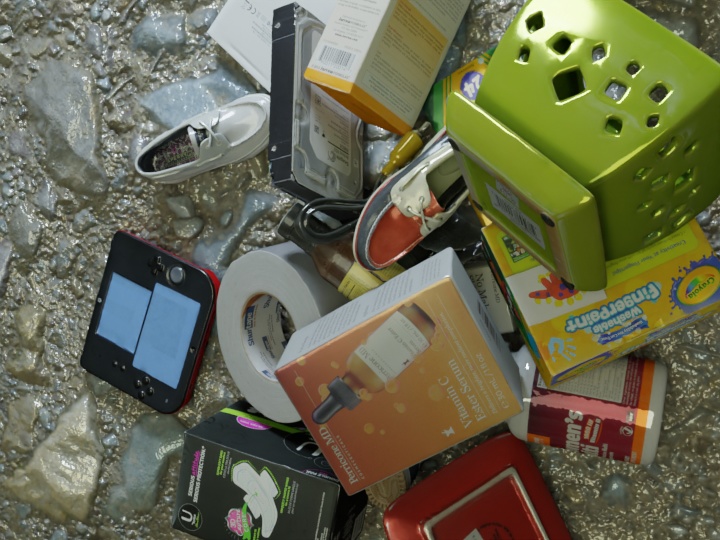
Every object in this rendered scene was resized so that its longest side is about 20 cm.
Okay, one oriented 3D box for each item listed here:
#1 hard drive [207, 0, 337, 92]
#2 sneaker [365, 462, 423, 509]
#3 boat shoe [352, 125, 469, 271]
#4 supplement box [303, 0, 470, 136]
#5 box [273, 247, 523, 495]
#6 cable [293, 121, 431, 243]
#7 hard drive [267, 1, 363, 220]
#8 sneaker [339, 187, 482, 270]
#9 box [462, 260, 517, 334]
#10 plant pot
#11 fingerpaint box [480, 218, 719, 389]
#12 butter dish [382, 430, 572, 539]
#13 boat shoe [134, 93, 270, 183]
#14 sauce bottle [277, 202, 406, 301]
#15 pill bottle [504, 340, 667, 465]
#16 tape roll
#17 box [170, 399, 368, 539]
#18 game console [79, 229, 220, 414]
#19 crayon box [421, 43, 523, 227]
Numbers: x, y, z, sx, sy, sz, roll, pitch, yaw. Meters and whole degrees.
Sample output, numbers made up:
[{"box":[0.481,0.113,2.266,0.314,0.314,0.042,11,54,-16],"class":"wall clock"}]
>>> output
[{"box":[-0.079,-0.323,1.068,0.132,0.025,0.201,43,107,10],"class":"hard drive"},{"box":[0.036,0.156,1.027,0.069,0.108,0.204,0,105,23],"class":"sneaker"},{"box":[0.070,-0.077,0.920,0.200,0.062,0.071,-48,121,-7],"class":"boat shoe"},{"box":[0.037,-0.264,0.955,0.073,0.125,0.202,25,91,36],"class":"supplement box"},{"box":[0.040,0.099,0.893,0.198,0.106,0.154,-29,101,14],"class":"box"},{"box":[0.020,-0.072,0.961,0.198,0.050,0.098,-33,109,-16],"class":"cable"},{"box":[-0.045,-0.170,0.981,0.037,0.139,0.204,-8,72,31],"class":"hard drive"},{"box":[0.046,-0.064,1.033,0.104,0.060,0.200,-40,59,-7],"class":"sneaker"},{"box":[0.079,0.043,1.028,0.197,0.068,0.084,-13,92,20],"class":"box"},{"box":[0.198,-0.111,0.816,0.181,0.199,0.200,-43,59,-5],"class":"plant pot"},{"box":[0.245,0.000,0.913,0.197,0.073,0.169,-24,71,0],"class":"fingerpaint box"},{"box":[0.120,0.312,1.011,0.197,0.148,0.202,-25,87,-25],"class":"butter dish"},{"box":[-0.190,-0.162,1.100,0.197,0.068,0.073,-15,91,20],"class":"boat shoe"},{"box":[0.000,0.000,0.969,0.199,0.065,0.065,38,106,4],"class":"sauce bottle"},{"box":[0.222,0.136,0.967,0.197,0.109,0.112,9,98,18],"class":"pill bottle"},{"box":[-0.084,0.071,1.048,0.198,0.066,0.204,15,111,41],"class":"tape roll"},{"box":[-0.100,0.256,1.070,0.197,0.148,0.126,15,102,16],"class":"box"},{"box":[-0.278,0.070,1.176,0.175,0.031,0.203,23,102,15],"class":"game console"},{"box":[0.164,-0.136,0.990,0.125,0.051,0.202,-29,86,20],"class":"crayon box"}]
